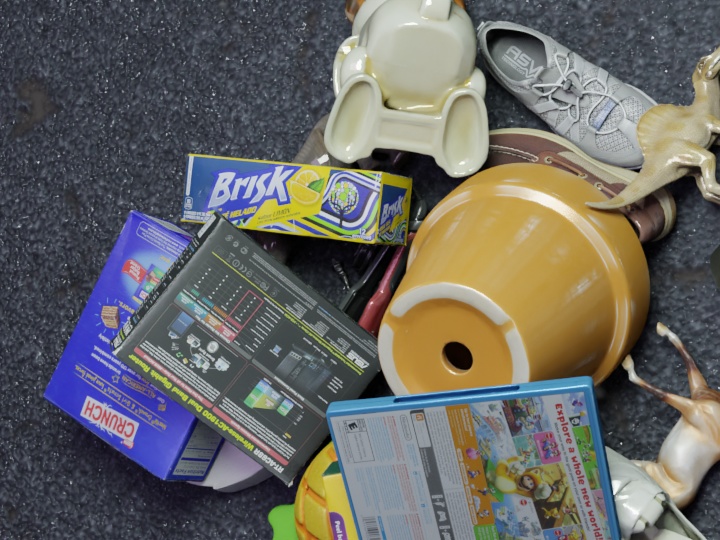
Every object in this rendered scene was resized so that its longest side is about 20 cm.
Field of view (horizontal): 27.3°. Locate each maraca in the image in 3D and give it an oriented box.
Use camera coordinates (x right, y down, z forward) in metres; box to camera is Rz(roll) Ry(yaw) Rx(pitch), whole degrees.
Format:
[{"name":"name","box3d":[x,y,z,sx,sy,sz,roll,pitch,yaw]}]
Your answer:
[{"name":"maraca","box3d":[-0.009,0.218,1.296,0.200,0.107,0.137,-44,57,25]}]

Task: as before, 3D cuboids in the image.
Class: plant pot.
[{"name":"plant pot","box3d":[0.107,0.036,1.177,0.200,0.183,0.201,11,115,25]}]

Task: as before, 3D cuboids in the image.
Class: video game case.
[{"name":"video game case","box3d":[0.085,0.154,1.111,0.199,0.018,0.144,-7,113,16]}]

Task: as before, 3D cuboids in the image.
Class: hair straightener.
[{"name":"hair straightener","box3d":[0.000,0.000,1.366,0.077,0.041,0.201,29,100,31]}]

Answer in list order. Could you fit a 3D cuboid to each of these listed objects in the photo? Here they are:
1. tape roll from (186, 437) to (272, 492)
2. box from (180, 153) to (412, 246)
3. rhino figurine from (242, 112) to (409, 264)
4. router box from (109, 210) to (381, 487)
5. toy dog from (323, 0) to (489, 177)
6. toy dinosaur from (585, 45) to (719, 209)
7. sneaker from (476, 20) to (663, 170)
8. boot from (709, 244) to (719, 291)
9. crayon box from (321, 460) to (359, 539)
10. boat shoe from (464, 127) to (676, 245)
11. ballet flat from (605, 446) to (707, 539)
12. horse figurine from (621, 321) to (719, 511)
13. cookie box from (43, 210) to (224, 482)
[{"name":"tape roll","box3d":[-0.130,0.109,1.423,0.202,0.037,0.204,-6,77,28]},{"name":"box","box3d":[-0.059,-0.064,1.331,0.199,0.070,0.065,7,91,26]},{"name":"rhino figurine","box3d":[-0.050,-0.067,1.398,0.200,0.060,0.087,-48,66,14]},{"name":"router box","box3d":[-0.094,0.068,1.292,0.200,0.062,0.150,39,90,-15]},{"name":"toy dog","box3d":[0.036,-0.197,1.311,0.139,0.200,0.194,-1,117,-1]},{"name":"toy dinosaur","box3d":[0.265,-0.091,1.209,0.101,0.058,0.200,33,68,13]},{"name":"sneaker","box3d":[0.174,-0.150,1.274,0.200,0.082,0.075,34,98,27]},{"name":"boot","box3d":[0.355,0.024,1.111,0.200,0.077,0.138,59,141,23]},{"name":"crayon box","box3d":[0.074,0.241,1.193,0.172,0.058,0.201,-11,93,9]},{"name":"boat shoe","box3d":[0.164,-0.065,1.260,0.200,0.072,0.072,25,124,26]},{"name":"ballet flat","box3d":[0.228,0.199,1.139,0.200,0.069,0.069,44,104,-5]},{"name":"horse figurine","box3d":[0.244,0.140,1.195,0.132,0.050,0.200,40,95,16]},{"name":"cookie box","box3d":[-0.182,0.071,1.393,0.171,0.075,0.200,29,94,29]}]
